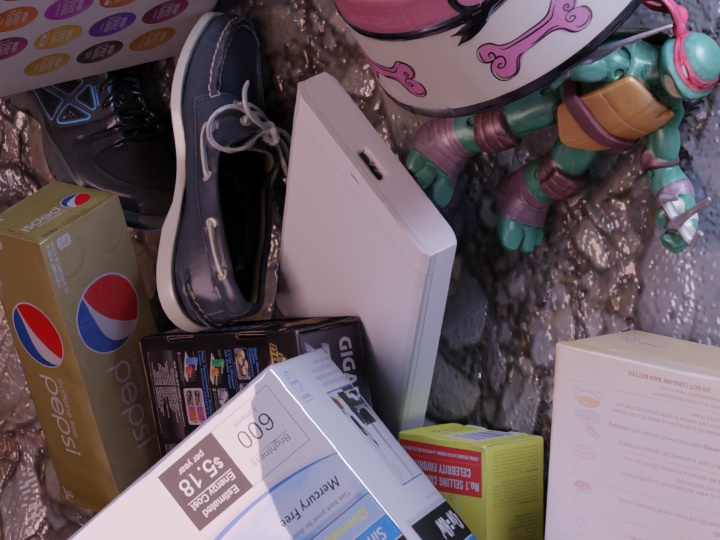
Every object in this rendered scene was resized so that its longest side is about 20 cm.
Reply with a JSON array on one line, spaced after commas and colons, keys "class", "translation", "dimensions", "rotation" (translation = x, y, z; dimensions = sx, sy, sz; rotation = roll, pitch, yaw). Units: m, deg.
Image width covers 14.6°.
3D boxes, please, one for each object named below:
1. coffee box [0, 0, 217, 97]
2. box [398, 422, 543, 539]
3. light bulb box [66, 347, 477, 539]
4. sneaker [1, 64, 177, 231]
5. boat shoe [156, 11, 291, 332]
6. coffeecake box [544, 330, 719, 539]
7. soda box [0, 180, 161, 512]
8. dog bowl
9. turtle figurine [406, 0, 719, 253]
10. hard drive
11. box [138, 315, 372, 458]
[{"class": "coffee box", "translation": [-0.196, -0.236, 1.650], "dimensions": [0.200, 0.197, 0.201], "rotation": [127, 125, -63]}, {"class": "box", "translation": [0.062, 0.190, 1.579], "dimensions": [0.075, 0.050, 0.201], "rotation": [7, 99, 46]}, {"class": "light bulb box", "translation": [-0.042, 0.181, 1.495], "dimensions": [0.198, 0.125, 0.200], "rotation": [-41, 84, 12]}, {"class": "sneaker", "translation": [-0.163, -0.102, 1.757], "dimensions": [0.200, 0.073, 0.082], "rotation": [47, 123, 30]}, {"class": "boat shoe", "translation": [-0.076, -0.063, 1.654], "dimensions": [0.062, 0.075, 0.201], "rotation": [-11, 59, 35]}, {"class": "coffeecake box", "translation": [0.173, 0.144, 1.448], "dimensions": [0.153, 0.073, 0.201], "rotation": [12, 102, 43]}, {"class": "soda box", "translation": [-0.166, 0.051, 1.730], "dimensions": [0.064, 0.068, 0.201], "rotation": [12, 126, 44]}, {"class": "dog bowl", "translation": [0.066, -0.177, 1.411], "dimensions": [0.200, 0.074, 0.201], "rotation": [-29, 37, 25]}, {"class": "turtle figurine", "translation": [0.126, -0.075, 1.460], "dimensions": [0.150, 0.101, 0.200], "rotation": [45, 138, -19]}, {"class": "hard drive", "translation": [0.000, 0.000, 1.575], "dimensions": [0.132, 0.026, 0.200], "rotation": [53, 155, 27]}, {"class": "box", "translation": [-0.051, 0.129, 1.644], "dimensions": [0.198, 0.050, 0.201], "rotation": [-6, 95, 59]}]
